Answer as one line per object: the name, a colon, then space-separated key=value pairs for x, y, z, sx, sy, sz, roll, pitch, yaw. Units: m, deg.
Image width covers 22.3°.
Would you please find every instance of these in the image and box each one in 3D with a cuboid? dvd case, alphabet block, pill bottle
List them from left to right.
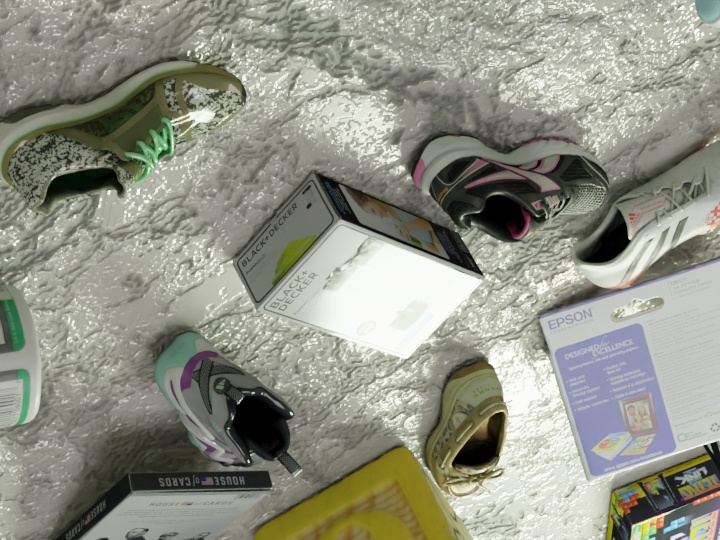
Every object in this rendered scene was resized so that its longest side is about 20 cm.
pill bottle: x=-0.355 y=0.077 z=1.409 sx=0.199 sy=0.113 sz=0.114 roll=-7 pitch=138 yaw=-26
dvd case: x=-0.194 y=0.237 z=1.727 sx=0.149 sy=0.025 sz=0.200 roll=3 pitch=150 yaw=-35
alphabet block: x=0.033 y=0.338 z=1.900 sx=0.196 sy=0.196 sz=0.200 roll=-32 pitch=142 yaw=1

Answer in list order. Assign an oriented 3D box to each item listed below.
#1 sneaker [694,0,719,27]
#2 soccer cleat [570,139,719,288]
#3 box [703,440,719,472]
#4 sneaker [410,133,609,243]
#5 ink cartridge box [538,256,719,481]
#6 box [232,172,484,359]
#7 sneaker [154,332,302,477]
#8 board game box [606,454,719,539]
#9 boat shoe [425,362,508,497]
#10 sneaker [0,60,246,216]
sneaker: x=0.287 y=-0.284 z=1.447 sx=0.081 sy=0.074 sz=0.201 roll=-1 pitch=128 yaw=-19
soccer cleat: x=0.282 y=-0.056 z=1.705 sx=0.200 sy=0.069 sz=0.085 roll=-40 pitch=146 yaw=22
box: x=0.454 y=0.121 z=1.990 sx=0.199 sy=0.105 sz=0.148 roll=-29 pitch=143 yaw=2
sneaker: x=0.138 y=-0.059 z=1.591 sx=0.199 sy=0.087 sz=0.081 roll=-1 pitch=137 yaw=-32
ink cartridge box: x=0.295 y=0.095 z=1.854 sx=0.196 sy=0.047 sz=0.201 roll=-17 pitch=110 yaw=3
box: x=0.000 y=0.000 z=1.592 sx=0.117 sy=0.060 sz=0.199 roll=-45 pitch=140 yaw=21
sneaker: x=-0.095 y=0.147 z=1.627 sx=0.078 sy=0.140 sz=0.200 roll=-51 pitch=145 yaw=-10
board game box: x=0.380 y=0.313 z=2.206 sx=0.164 sy=0.057 sz=0.201 roll=-19 pitch=142 yaw=-11
boat shoe: x=0.113 y=0.178 z=1.870 sx=0.073 sy=0.063 sz=0.201 roll=-18 pitch=142 yaw=-15
sneaker: x=-0.172 y=-0.087 z=1.356 sx=0.199 sy=0.089 sz=0.077 roll=-21 pitch=142 yaw=-11
